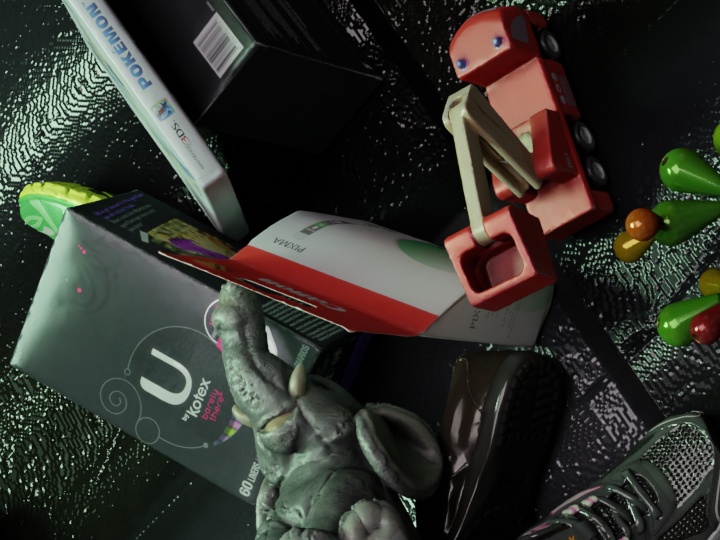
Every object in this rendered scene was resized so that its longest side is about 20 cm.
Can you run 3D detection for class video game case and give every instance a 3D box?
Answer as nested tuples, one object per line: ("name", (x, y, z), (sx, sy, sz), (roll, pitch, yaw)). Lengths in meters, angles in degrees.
("video game case", (-0.139, -0.110, 1.417), (0.022, 0.200, 0.183), (-35, 81, -5))

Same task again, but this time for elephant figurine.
("elephant figurine", (-0.017, 0.123, 1.282), (0.141, 0.155, 0.200), (-1, 46, -1))

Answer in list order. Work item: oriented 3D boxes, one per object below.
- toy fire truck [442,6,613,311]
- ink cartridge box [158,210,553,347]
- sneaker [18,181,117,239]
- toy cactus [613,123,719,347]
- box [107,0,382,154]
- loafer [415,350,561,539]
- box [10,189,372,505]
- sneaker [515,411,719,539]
("toy fire truck", (0.089, -0.073, 1.292), (0.049, 0.141, 0.201), (-28, 70, 31))
("ink cartridge box", (0.000, 0.000, 1.315), (0.161, 0.200, 0.050), (20, 96, 36))
("sneaker", (-0.180, -0.009, 1.528), (0.200, 0.074, 0.084), (26, 97, 35))
("toy cactus", (0.242, -0.035, 1.216), (0.165, 0.102, 0.200), (30, 95, 25))
("box", (-0.098, -0.180, 1.442), (0.079, 0.141, 0.200), (-50, 59, 23))
("loafer", (0.067, 0.141, 1.341), (0.071, 0.073, 0.201), (22, 93, 46))
("box", (-0.110, 0.047, 1.410), (0.200, 0.106, 0.123), (27, 108, 16))
("sneaker", (0.139, 0.165, 1.260), (0.200, 0.086, 0.080), (-50, 61, 14))
